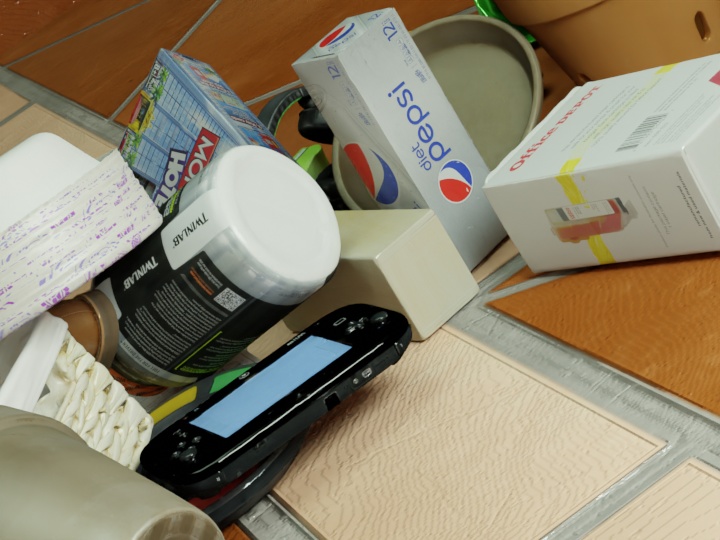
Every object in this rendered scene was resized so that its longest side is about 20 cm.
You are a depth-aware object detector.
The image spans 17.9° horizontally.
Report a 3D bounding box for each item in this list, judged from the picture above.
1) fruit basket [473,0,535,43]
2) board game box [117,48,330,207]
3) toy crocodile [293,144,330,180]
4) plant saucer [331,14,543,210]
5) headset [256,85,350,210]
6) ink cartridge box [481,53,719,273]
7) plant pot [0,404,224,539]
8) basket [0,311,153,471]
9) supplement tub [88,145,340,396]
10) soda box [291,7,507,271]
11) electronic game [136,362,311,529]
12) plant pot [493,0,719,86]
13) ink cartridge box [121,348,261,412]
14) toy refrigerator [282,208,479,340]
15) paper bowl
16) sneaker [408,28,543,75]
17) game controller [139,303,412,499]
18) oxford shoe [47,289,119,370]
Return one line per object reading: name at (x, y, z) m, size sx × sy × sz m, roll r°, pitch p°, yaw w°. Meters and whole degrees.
fruit basket at (0.186, -0.283, 2.083) m, size 0.215 × 0.156 × 0.216 m, roll -24°, pitch 2°, yaw 1°
board game box at (-0.126, -0.054, 1.884) m, size 0.200 × 0.062 × 0.200 m, roll 31°, pitch 101°, yaw 43°
toy crocodile at (-0.090, -0.033, 1.980) m, size 0.062 × 0.068 × 0.200 m, roll 18°, pitch 52°, yaw 42°
plant saucer at (0.066, -0.117, 1.872) m, size 0.200 × 0.029 × 0.200 m, roll -18°, pitch 54°, yaw 27°
headset at (-0.003, -0.107, 1.958) m, size 0.200 × 0.124 × 0.094 m, roll -21°, pitch 8°, yaw -42°
ink cartridge box at (0.206, -0.077, 1.591) m, size 0.200 × 0.084 × 0.145 m, roll -7°, pitch 30°, yaw 51°
plant pot at (-0.178, 0.190, 1.400) m, size 0.173 × 0.200 × 0.200 m, roll 5°, pitch 37°, yaw 35°
basket at (-0.258, 0.142, 1.608) m, size 0.200 × 0.123 × 0.136 m, roll -31°, pitch 25°, yaw 36°
supplement tub at (-0.117, 0.006, 1.691) m, size 0.200 × 0.123 × 0.123 m, roll -38°, pitch 11°, yaw 36°
soda box at (0.035, -0.095, 1.723) m, size 0.068 × 0.200 × 0.063 m, roll -44°, pitch 22°, yaw -28°
electronic game at (-0.120, 0.133, 1.619) m, size 0.200 × 0.042 × 0.200 m, roll -26°, pitch 23°, yaw 12°
plant pot at (0.217, -0.229, 1.874) m, size 0.200 × 0.140 × 0.200 m, roll -28°, pitch 19°, yaw 11°
ink cartridge box at (-0.156, 0.111, 1.776) m, size 0.161 × 0.050 × 0.200 m, roll -39°, pitch 39°, yaw -17°
toy refrigerator at (0.000, 0.000, 1.736) m, size 0.070 × 0.076 × 0.200 m, roll -40°, pitch 19°, yaw -24°
paper bowl at (-0.246, -0.020, 1.596) m, size 0.200 × 0.104 × 0.201 m, roll -32°, pitch 8°, yaw 5°
sneaker at (0.073, -0.176, 2.044) m, size 0.200 × 0.090 × 0.070 m, roll -8°, pitch 30°, yaw 51°
game controller at (-0.058, 0.085, 1.562) m, size 0.200 × 0.042 × 0.104 m, roll -35°, pitch 29°, yaw -20°
oxford shoe at (-0.238, 0.103, 1.698) m, size 0.071 × 0.200 × 0.071 m, roll -13°, pitch 41°, yaw -38°
